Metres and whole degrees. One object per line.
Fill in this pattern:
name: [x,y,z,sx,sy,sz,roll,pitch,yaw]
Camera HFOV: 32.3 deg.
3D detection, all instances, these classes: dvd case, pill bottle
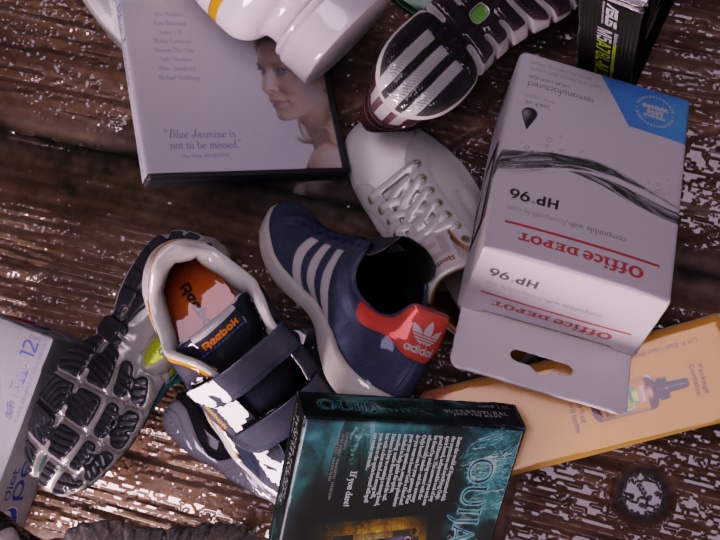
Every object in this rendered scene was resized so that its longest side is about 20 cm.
dvd case: [-0.091,-0.153,0.844,0.141,0.018,0.202,-4,71,-23]
pill bottle: [-0.075,-0.222,0.802,0.111,0.111,0.200,-44,90,1]

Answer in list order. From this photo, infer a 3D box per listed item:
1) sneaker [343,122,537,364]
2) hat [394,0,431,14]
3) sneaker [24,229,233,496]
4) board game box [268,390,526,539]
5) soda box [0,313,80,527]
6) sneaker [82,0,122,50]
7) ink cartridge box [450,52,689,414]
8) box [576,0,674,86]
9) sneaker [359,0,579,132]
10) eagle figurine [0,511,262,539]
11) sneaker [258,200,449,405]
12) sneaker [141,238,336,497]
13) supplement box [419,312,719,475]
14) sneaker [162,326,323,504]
sneaker: [0.052,-0.026,0.813,0.073,0.085,0.201,-40,76,11]
hat: [0.059,-0.260,0.798,0.198,0.176,0.167,-21,79,6]
sneaker: [-0.146,0.069,0.838,0.077,0.080,0.201,35,85,23]
board game box: [0.011,0.166,0.748,0.134,0.028,0.202,5,117,-16]
soda box: [-0.259,0.132,0.856,0.063,0.068,0.202,19,86,12]
sneaker: [-0.122,-0.153,0.872,0.080,0.070,0.201,-35,79,-4]
ink cartridge box: [0.129,-0.026,0.756,0.115,0.068,0.201,15,56,-1]
box: [0.190,-0.221,0.763,0.047,0.193,0.201,24,86,14]
sneaker: [0.066,-0.159,0.816,0.200,0.115,0.076,-41,94,-23]
eagle figurine: [-0.173,0.204,0.784,0.199,0.152,0.152,27,45,-5]
sneaker: [0.000,0.000,0.786,0.085,0.075,0.200,-55,40,19]
sneaker: [-0.066,0.065,0.750,0.078,0.079,0.200,-41,82,-11]
supplement box: [0.142,0.085,0.794,0.198,0.069,0.067,-16,81,9]
sneaker: [-0.025,0.102,0.815,0.199,0.075,0.115,28,87,12]
